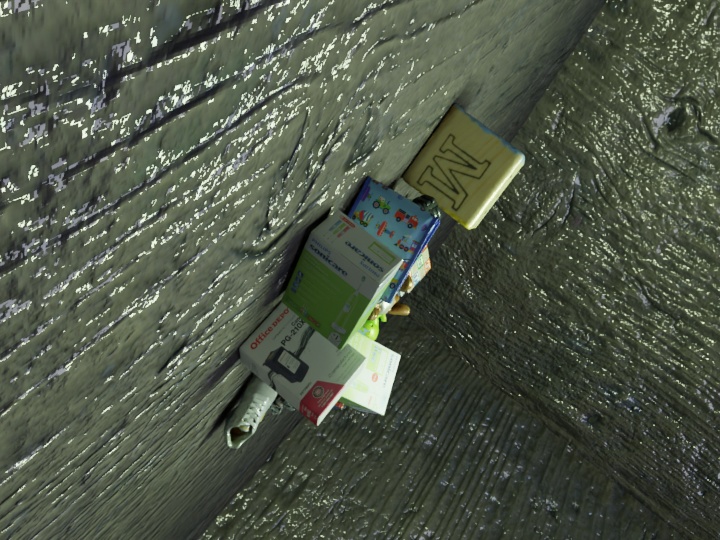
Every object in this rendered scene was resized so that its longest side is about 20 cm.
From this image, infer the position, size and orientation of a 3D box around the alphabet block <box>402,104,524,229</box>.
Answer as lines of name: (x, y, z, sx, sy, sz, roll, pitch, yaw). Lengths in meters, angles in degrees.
alphabet block: (0.241, -0.231, 1.496, 0.201, 0.196, 0.195, -54, 170, 11)

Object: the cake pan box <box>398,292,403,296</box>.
cake pan box: (0.106, -0.059, 1.639, 0.200, 0.052, 0.186, -45, 131, -51)

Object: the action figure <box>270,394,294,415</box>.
action figure: (-0.150, 0.270, 1.538, 0.200, 0.069, 0.130, -52, -162, 15)

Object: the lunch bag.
lunch bag: (0.034, -0.046, 1.215, 0.201, 0.150, 0.094, -59, 171, 4)

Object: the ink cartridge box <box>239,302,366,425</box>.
ink cartridge box: (-0.111, 0.169, 1.238, 0.145, 0.199, 0.084, -48, 168, -23)

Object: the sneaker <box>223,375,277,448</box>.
sneaker: (-0.247, 0.322, 1.486, 0.201, 0.076, 0.081, -56, -160, 23)

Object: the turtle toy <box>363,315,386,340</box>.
turtle toy: (0.016, 0.092, 1.768, 0.100, 0.202, 0.146, -14, 176, 7)

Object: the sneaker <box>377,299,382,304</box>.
sneaker: (-0.030, 0.040, 1.279, 0.199, 0.075, 0.088, -25, 139, 17)

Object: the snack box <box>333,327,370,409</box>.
snack box: (-0.069, 0.234, 1.598, 0.168, 0.067, 0.201, -23, -139, 61)

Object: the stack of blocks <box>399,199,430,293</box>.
stack of blocks: (0.099, -0.065, 1.512, 0.115, 0.058, 0.201, -44, 132, -41)

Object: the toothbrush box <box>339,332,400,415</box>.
toothbrush box: (-0.019, 0.223, 1.469, 0.086, 0.200, 0.147, -2, -118, 47)

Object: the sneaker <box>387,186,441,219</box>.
sneaker: (0.106, -0.139, 1.388, 0.100, 0.070, 0.200, -55, 136, -13)

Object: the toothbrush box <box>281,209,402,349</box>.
toothbrush box: (-0.037, 0.020, 1.144, 0.086, 0.145, 0.201, -45, 168, -42)

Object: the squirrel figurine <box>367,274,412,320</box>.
squirrel figurine: (0.020, -0.007, 1.407, 0.141, 0.199, 0.188, -2, 103, -44)
